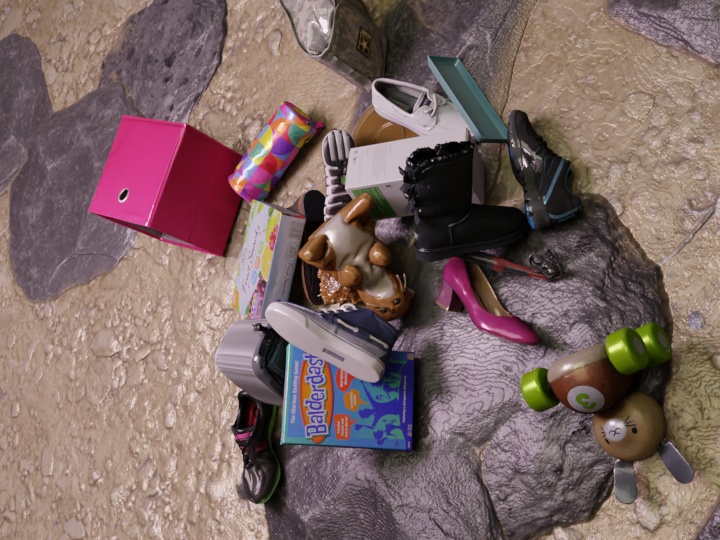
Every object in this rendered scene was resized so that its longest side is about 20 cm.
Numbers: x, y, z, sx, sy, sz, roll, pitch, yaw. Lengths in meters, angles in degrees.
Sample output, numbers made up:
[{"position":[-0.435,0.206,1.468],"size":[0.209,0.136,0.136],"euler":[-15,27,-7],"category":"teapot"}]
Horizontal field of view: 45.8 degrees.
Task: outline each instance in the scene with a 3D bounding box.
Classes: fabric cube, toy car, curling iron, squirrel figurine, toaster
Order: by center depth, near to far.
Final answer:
[{"position":[0.333,0.192,1.091],"size":[0.164,0.157,0.201],"euler":[-33,71,36],"category":"toy car"},{"position":[0.206,-0.021,1.280],"size":[0.199,0.026,0.050],"euler":[11,106,23],"category":"curling iron"},{"position":[0.000,0.000,1.375],"size":[0.142,0.187,0.200],"euler":[-46,9,-16],"category":"squirrel figurine"},{"position":[-0.147,0.149,1.391],"size":[0.129,0.200,0.114],"euler":[-3,55,43],"category":"toaster"},{"position":[-0.361,-0.162,1.633],"size":[0.195,0.200,0.200],"euler":[15,83,38],"category":"fabric cube"}]

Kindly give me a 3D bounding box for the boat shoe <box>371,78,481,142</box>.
[{"position":[0.105,-0.261,1.395],"size":[0.199,0.065,0.074],"euler":[19,75,17],"category":"boat shoe"}]

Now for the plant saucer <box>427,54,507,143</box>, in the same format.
[{"position":[0.175,-0.278,1.386],"size":[0.201,0.070,0.019],"euler":[63,140,31],"category":"plant saucer"}]

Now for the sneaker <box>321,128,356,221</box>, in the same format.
[{"position":[-0.031,-0.153,1.479],"size":[0.116,0.075,0.201],"euler":[-109,16,-68],"category":"sneaker"}]

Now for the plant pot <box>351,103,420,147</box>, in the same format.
[{"position":[0.055,-0.223,1.473],"size":[0.199,0.027,0.201],"euler":[-11,70,33],"category":"plant pot"}]

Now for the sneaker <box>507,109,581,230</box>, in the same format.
[{"position":[0.273,-0.157,1.288],"size":[0.081,0.073,0.201],"euler":[-14,68,7],"category":"sneaker"}]

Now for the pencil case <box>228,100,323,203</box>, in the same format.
[{"position":[-0.161,-0.218,1.585],"size":[0.200,0.088,0.088],"euler":[-49,55,14],"category":"pencil case"}]

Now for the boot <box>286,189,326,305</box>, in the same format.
[{"position":[-0.095,-0.035,1.509],"size":[0.097,0.074,0.201],"euler":[-14,75,56],"category":"boot"}]

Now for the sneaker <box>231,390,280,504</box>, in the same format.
[{"position":[-0.187,0.296,1.446],"size":[0.076,0.084,0.201],"euler":[-19,66,29],"category":"sneaker"}]

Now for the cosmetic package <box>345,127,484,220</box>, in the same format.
[{"position":[0.089,-0.150,1.352],"size":[0.199,0.108,0.085],"euler":[-6,59,25],"category":"cosmetic package"}]

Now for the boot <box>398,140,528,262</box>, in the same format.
[{"position":[0.152,-0.109,1.243],"size":[0.197,0.163,0.073],"euler":[-15,29,-13],"category":"boot"}]

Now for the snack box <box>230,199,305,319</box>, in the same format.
[{"position":[-0.164,-0.012,1.491],"size":[0.142,0.053,0.201],"euler":[26,105,60],"category":"snack box"}]

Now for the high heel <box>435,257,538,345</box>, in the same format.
[{"position":[0.194,0.039,1.268],"size":[0.200,0.067,0.097],"euler":[28,103,40],"category":"high heel"}]

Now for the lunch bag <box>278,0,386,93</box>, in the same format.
[{"position":[-0.039,-0.422,1.511],"size":[0.117,0.164,0.201],"euler":[-35,59,23],"category":"lunch bag"}]

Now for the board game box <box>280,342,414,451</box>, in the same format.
[{"position":[-0.019,0.196,1.309],"size":[0.199,0.045,0.153],"euler":[4,75,-9],"category":"board game box"}]

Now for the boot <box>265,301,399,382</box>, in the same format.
[{"position":[-0.041,0.084,1.287],"size":[0.091,0.199,0.073],"euler":[-62,7,-34],"category":"boot"}]
